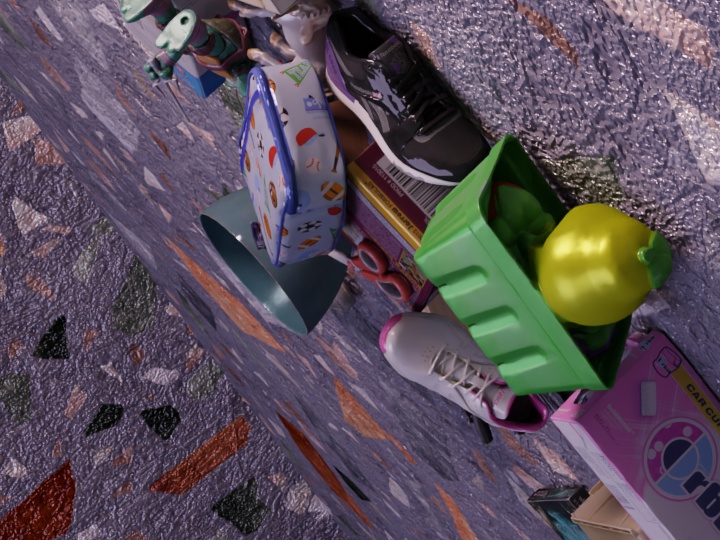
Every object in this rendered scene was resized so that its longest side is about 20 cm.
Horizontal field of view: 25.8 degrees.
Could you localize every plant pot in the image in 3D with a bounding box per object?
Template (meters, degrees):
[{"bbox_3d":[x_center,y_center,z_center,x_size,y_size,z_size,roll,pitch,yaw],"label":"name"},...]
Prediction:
[{"bbox_3d":[-0.086,-0.038,1.957,0.200,0.135,0.200,45,167,13],"label":"plant pot"}]

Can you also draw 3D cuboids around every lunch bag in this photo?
[{"bbox_3d":[-0.070,-0.102,1.494,0.200,0.075,0.162,114,139,-66],"label":"lunch bag"}]

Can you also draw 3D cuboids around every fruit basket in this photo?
[{"bbox_3d":[0.170,-0.008,1.287,0.214,0.156,0.217,9,125,14],"label":"fruit basket"}]

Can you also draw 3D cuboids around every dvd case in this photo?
[{"bbox_3d":[0.205,0.141,1.659,0.149,0.016,0.200,51,-178,5],"label":"dvd case"}]

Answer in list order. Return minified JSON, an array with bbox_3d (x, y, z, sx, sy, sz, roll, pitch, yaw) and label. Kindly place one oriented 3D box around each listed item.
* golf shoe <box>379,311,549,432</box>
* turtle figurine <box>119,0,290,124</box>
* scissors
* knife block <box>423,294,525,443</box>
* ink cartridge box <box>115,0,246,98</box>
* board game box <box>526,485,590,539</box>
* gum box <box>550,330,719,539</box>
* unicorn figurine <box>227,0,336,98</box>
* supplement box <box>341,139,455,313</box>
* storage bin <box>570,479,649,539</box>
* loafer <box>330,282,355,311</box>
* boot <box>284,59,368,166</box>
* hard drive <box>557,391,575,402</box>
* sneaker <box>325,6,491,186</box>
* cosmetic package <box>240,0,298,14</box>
[{"bbox_3d":[0.110,0.103,1.568,0.199,0.076,0.091,29,180,-27],"label":"golf shoe"},{"bbox_3d":[-0.155,-0.213,1.592,0.149,0.101,0.200,19,168,30],"label":"turtle figurine"},{"bbox_3d":[0.000,0.000,1.596,0.073,0.014,0.200,50,166,-12],"label":"scissors"},{"bbox_3d":[0.124,0.096,1.718,0.176,0.064,0.200,60,172,21],"label":"knife block"},{"bbox_3d":[-0.201,-0.302,1.683,0.144,0.085,0.200,43,166,21],"label":"ink cartridge box"},{"bbox_3d":[0.294,0.340,2.045,0.135,0.028,0.200,47,167,1],"label":"board game box"},{"bbox_3d":[0.273,0.160,1.403,0.200,0.113,0.066,50,167,-9],"label":"gum box"},{"bbox_3d":[-0.063,-0.232,1.491,0.137,0.074,0.200,24,169,37],"label":"unicorn figurine"},{"bbox_3d":[0.056,-0.056,1.510,0.131,0.103,0.200,46,166,6],"label":"supplement box"},{"bbox_3d":[0.341,0.309,1.663,0.200,0.094,0.198,49,168,-5],"label":"storage bin"},{"bbox_3d":[-0.071,0.026,2.236,0.070,0.070,0.200,54,166,-25],"label":"loafer"},{"bbox_3d":[-0.043,-0.122,1.666,0.147,0.070,0.201,94,155,-52],"label":"boot"},{"bbox_3d":[0.202,0.073,1.560,0.200,0.038,0.140,51,167,-17],"label":"hard drive"},{"bbox_3d":[0.034,-0.154,1.375,0.200,0.076,0.088,42,160,26],"label":"sneaker"},{"bbox_3d":[-0.116,-0.307,1.420,0.200,0.073,0.104,31,158,55],"label":"cosmetic package"}]
